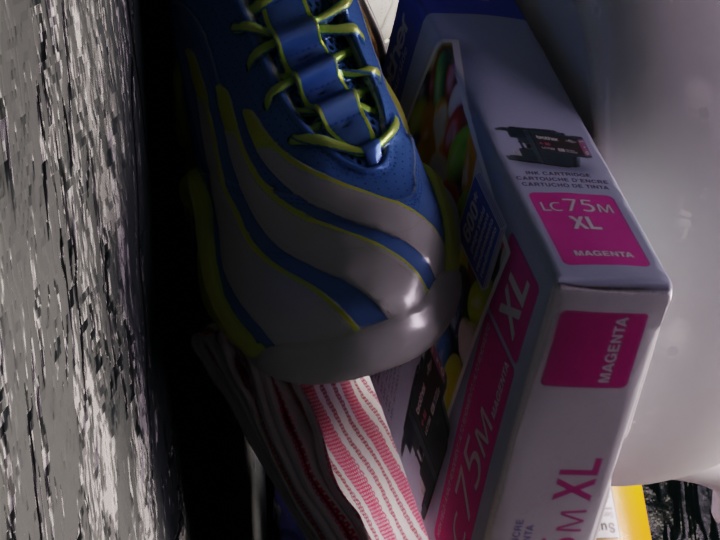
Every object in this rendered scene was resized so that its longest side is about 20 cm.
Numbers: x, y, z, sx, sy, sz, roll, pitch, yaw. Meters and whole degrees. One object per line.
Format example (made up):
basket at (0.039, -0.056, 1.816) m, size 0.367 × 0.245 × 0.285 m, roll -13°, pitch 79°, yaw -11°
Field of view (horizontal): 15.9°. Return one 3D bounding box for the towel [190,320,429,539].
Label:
towel at (0.014, 0.069, 0.829) m, size 0.147 × 0.030 × 0.200 m, roll 59°, pitch 11°, yaw 3°

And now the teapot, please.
teapot at (0.112, -0.026, 0.821) m, size 0.200 × 0.145 × 0.199 m, roll 147°, pitch -56°, yaw -70°

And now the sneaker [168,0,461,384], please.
sneaker at (-0.027, -0.055, 0.723) m, size 0.200 × 0.075 × 0.105 m, roll -112°, pitch -177°, yaw -57°

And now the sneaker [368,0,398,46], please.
sneaker at (-0.016, -0.129, 1.127) m, size 0.200 × 0.075 × 0.092 m, roll 69°, pitch 22°, yaw -52°

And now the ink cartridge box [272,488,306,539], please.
ink cartridge box at (0.009, 0.138, 1.002) m, size 0.200 × 0.076 × 0.137 m, roll 77°, pitch 8°, yaw -60°

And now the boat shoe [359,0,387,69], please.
boat shoe at (-0.026, -0.124, 0.860) m, size 0.201 × 0.067 × 0.072 m, roll 79°, pitch 8°, yaw -52°

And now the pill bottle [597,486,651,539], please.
pill bottle at (0.074, 0.110, 1.175) m, size 0.111 × 0.110 × 0.201 m, roll 75°, pitch 6°, yaw -74°

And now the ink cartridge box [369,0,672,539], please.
ink cartridge box at (0.033, -0.003, 0.765) m, size 0.200 × 0.042 × 0.120 m, roll -108°, pitch -154°, yaw -54°
